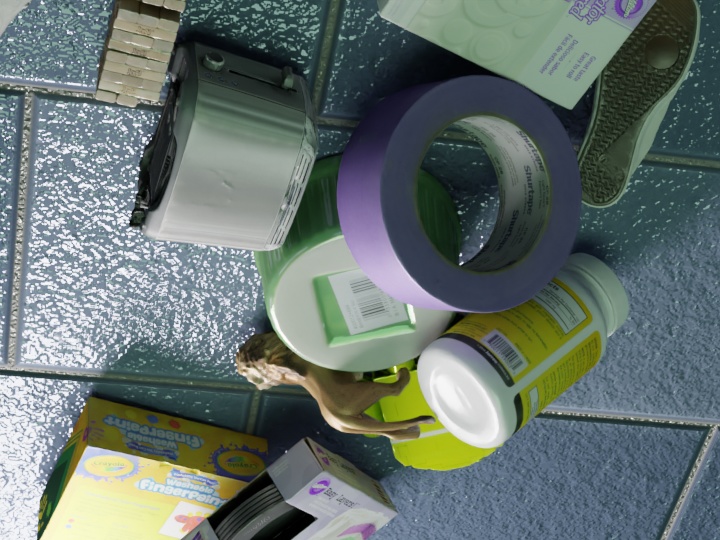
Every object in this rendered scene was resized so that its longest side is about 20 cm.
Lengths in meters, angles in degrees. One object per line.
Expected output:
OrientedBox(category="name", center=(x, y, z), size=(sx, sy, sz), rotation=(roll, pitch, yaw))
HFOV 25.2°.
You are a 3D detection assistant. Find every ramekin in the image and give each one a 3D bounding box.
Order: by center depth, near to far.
OrientedBox(category="ramekin", center=(0.000, 0.000, 1.492), size=(0.199, 0.098, 0.201), rotation=(-3, 130, -3))

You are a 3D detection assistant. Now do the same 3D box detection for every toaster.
OrientedBox(category="toaster", center=(-0.117, -0.095, 1.393), size=(0.129, 0.114, 0.201), rotation=(10, 126, -17))

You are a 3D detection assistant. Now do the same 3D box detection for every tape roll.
OrientedBox(category="tape roll", center=(0.086, -0.065, 1.385), size=(0.199, 0.085, 0.201), rotation=(0, 90, -26))

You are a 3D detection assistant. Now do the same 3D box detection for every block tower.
OrientedBox(category="block tower", center=(-0.169, -0.230, 1.313), size=(0.054, 0.058, 0.200), rotation=(11, 129, -15))

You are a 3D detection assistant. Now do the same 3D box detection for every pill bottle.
OrientedBox(category="pill bottle", center=(0.157, 0.068, 1.505), size=(0.200, 0.112, 0.113), rotation=(-35, 139, -31))

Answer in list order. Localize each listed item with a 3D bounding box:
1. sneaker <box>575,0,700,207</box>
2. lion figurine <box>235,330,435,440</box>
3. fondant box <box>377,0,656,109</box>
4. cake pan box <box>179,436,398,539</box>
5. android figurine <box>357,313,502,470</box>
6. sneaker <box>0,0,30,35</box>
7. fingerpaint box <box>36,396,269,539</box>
OrientedBox(category="sneaker", center=(0.239, -0.156, 1.421), size=(0.073, 0.085, 0.201), rotation=(26, 107, 7))
OrientedBox(category="lion figurine", center=(-0.028, 0.109, 1.541), size=(0.122, 0.200, 0.073), rotation=(-4, 111, -34))
OrientedBox(category="fondant box", center=(0.133, -0.239, 1.335), size=(0.199, 0.058, 0.144), rotation=(22, 124, -23))
OrientedBox(category="cake pan box", center=(-0.077, 0.267, 1.669), size=(0.184, 0.052, 0.200), rotation=(-40, 148, 4))
OrientedBox(category="android figurine", center=(0.083, 0.132, 1.649), size=(0.181, 0.041, 0.201), rotation=(-14, 129, 5))
OrientedBox(category="sneaker", center=(-0.266, -0.252, 1.277), size=(0.080, 0.077, 0.200), rotation=(10, 130, -26))
OrientedBox(category="fingerpaint box", center=(-0.217, 0.231, 1.678), size=(0.199, 0.074, 0.167), rotation=(15, 127, -20))
